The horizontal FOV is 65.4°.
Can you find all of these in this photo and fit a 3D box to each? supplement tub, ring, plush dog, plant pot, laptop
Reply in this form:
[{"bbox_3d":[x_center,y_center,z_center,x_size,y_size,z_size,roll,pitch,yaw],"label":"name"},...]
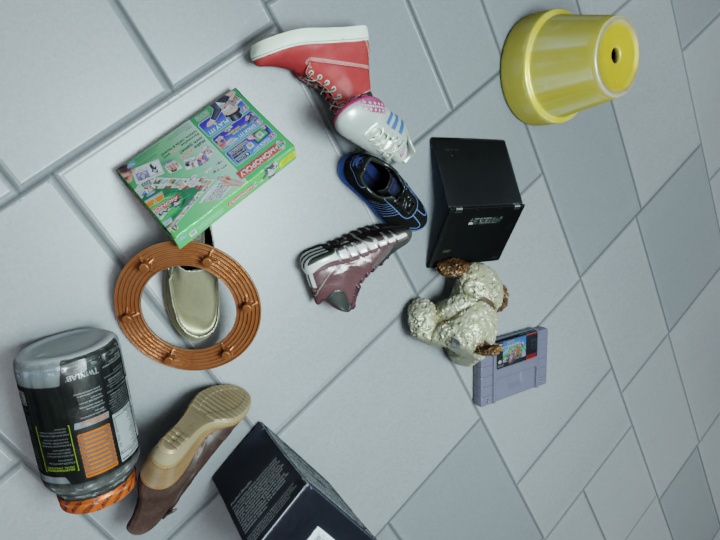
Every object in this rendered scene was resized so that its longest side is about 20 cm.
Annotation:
[{"bbox_3d":[-0.349,0.187,0.706,0.120,0.122,0.207,-12,106,-29],"label":"supplement tub"},{"bbox_3d":[-0.231,0.055,0.755,0.194,0.019,0.206,-2,117,-3],"label":"ring"},{"bbox_3d":[0.203,0.068,1.018,0.198,0.159,0.176,30,68,-31],"label":"plush dog"},{"bbox_3d":[0.388,-0.375,1.020,0.196,0.187,0.208,-6,102,-31],"label":"plant pot"},{"bbox_3d":[0.201,-0.127,1.056,0.183,0.117,0.204,-6,131,-30],"label":"laptop"}]

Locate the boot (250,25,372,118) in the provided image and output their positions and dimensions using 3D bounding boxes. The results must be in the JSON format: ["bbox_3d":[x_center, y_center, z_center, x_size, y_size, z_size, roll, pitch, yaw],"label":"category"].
[{"bbox_3d":[-0.062,-0.276,0.830,0.196,0.072,0.149,-18,110,-32],"label":"boot"}]

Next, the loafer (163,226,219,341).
[{"bbox_3d":[-0.233,0.004,0.775,0.074,0.068,0.207,-12,105,-29],"label":"loafer"}]

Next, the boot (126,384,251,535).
[{"bbox_3d":[-0.248,0.267,0.815,0.199,0.072,0.169,-31,151,-61],"label":"boot"}]

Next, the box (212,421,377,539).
[{"bbox_3d":[-0.098,0.370,0.851,0.123,0.197,0.201,-46,118,-12],"label":"box"}]

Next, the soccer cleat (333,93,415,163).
[{"bbox_3d":[0.032,-0.205,0.843,0.087,0.070,0.199,55,24,10],"label":"soccer cleat"}]

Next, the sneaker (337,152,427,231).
[{"bbox_3d":[0.051,-0.122,0.922,0.198,0.077,0.072,31,83,-32],"label":"sneaker"}]

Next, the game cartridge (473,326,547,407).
[{"bbox_3d":[0.318,0.197,1.176,0.195,0.038,0.134,-10,108,-30],"label":"game cartridge"}]

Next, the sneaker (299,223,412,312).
[{"bbox_3d":[0.000,0.000,0.925,0.195,0.076,0.119,-18,114,-17],"label":"sneaker"}]

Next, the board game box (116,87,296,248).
[{"bbox_3d":[-0.200,-0.141,0.742,0.199,0.029,0.135,-41,73,-18],"label":"board game box"}]
